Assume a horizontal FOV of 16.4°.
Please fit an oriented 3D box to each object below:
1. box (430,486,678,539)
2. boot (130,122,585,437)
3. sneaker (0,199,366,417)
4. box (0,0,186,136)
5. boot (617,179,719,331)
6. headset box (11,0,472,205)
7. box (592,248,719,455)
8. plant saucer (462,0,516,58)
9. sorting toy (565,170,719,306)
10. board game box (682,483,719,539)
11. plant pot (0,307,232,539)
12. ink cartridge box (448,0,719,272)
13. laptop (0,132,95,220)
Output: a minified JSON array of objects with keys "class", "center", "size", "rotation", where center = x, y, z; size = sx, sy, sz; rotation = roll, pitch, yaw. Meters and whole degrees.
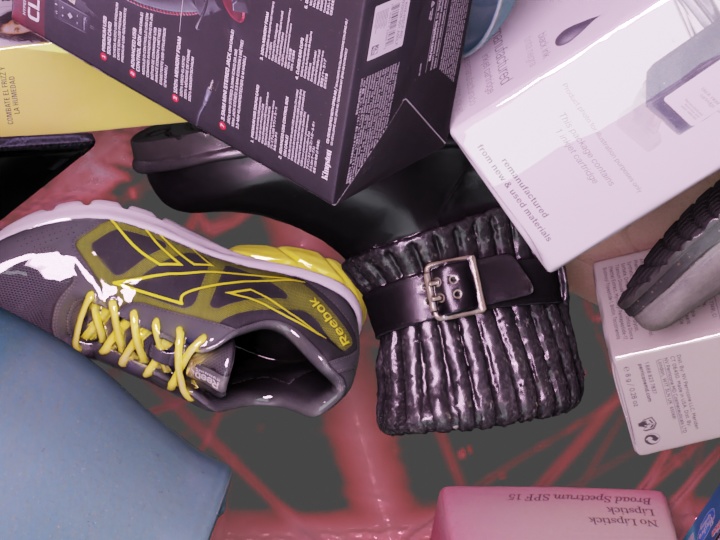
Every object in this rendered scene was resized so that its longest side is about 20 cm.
[{"class":"box","center":[0.106,0.213,1.273],"size":[0.127,0.200,0.109],"rotation":[2,124,-8]},{"class":"boot","center":[0.001,0.000,1.158],"size":[0.210,0.079,0.159],"rotation":[-2,99,-5]},{"class":"sneaker","center":[-0.091,0.021,1.193],"size":[0.199,0.085,0.075],"rotation":[5,122,-10]},{"class":"box","center":[-0.076,-0.104,1.119],"size":[0.199,0.075,0.050],"rotation":[-4,124,-2]},{"class":"boot","center":[0.225,-0.004,1.110],"size":[0.200,0.068,0.131],"rotation":[-38,96,11]},{"class":"headset box","center":[-0.053,-0.140,0.969],"size":[0.200,0.075,0.149],"rotation":[30,128,29]},{"class":"box","center":[0.216,0.019,1.191],"size":[0.199,0.082,0.069],"rotation":[-13,127,8]},{"class":"plant saucer","center":[0.025,-0.186,1.009],"size":[0.027,0.200,0.201],"rotation":[-18,126,-18]},{"class":"sorting toy","center":[0.209,-0.035,1.223],"size":[0.185,0.037,0.200],"rotation":[26,122,-21]},{"class":"board game box","center":[0.283,0.150,1.328],"size":[0.199,0.047,0.151],"rotation":[14,131,-14]},{"class":"plant pot","center":[-0.165,0.116,1.136],"size":[0.187,0.200,0.201],"rotation":[22,120,-2]},{"class":"ink cartridge box","center":[0.135,-0.110,1.031],"size":[0.200,0.146,0.085],"rotation":[-31,116,15]},{"class":"laptop","center":[-0.250,-0.075,1.094],"size":[0.199,0.116,0.187],"rotation":[-5,168,-30]}]
